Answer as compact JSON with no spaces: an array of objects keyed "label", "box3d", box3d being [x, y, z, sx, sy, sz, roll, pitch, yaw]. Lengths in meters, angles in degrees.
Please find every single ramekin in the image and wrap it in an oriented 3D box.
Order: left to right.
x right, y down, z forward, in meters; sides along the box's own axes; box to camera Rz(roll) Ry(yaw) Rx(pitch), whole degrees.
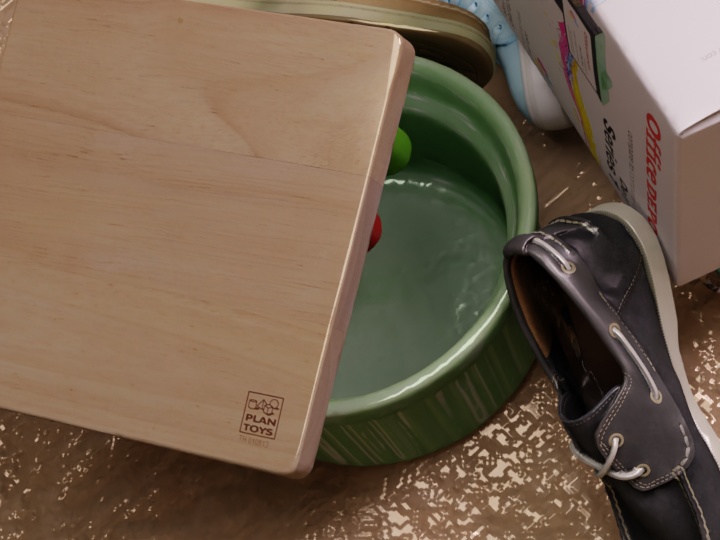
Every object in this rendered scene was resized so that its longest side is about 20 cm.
[{"label":"ramekin","box3d":[0.000,0.000,1.039,0.200,0.098,0.200,-8,61,14]}]

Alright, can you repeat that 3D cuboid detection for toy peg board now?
[{"label":"toy peg board","box3d":[-0.076,-0.016,0.975,0.200,0.098,0.200,11,83,24]}]

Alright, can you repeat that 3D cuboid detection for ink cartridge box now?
[{"label":"ink cartridge box","box3d":[0.131,-0.115,0.949,0.084,0.145,0.200,-26,62,-5]}]

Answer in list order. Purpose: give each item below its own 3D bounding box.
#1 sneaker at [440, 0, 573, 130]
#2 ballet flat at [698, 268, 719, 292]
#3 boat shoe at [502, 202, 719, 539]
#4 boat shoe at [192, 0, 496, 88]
[{"label":"sneaker","box3d":[0.067,-0.145,1.116,0.082,0.074,0.200,-20,49,14]},{"label":"ballet flat","box3d":[0.168,-0.074,1.052,0.072,0.072,0.201,0,63,18]},{"label":"boat shoe","box3d":[0.117,0.072,0.944,0.072,0.068,0.200,-20,87,50]},{"label":"boat shoe","box3d":[-0.018,-0.134,1.091,0.200,0.073,0.063,7,60,31]}]
